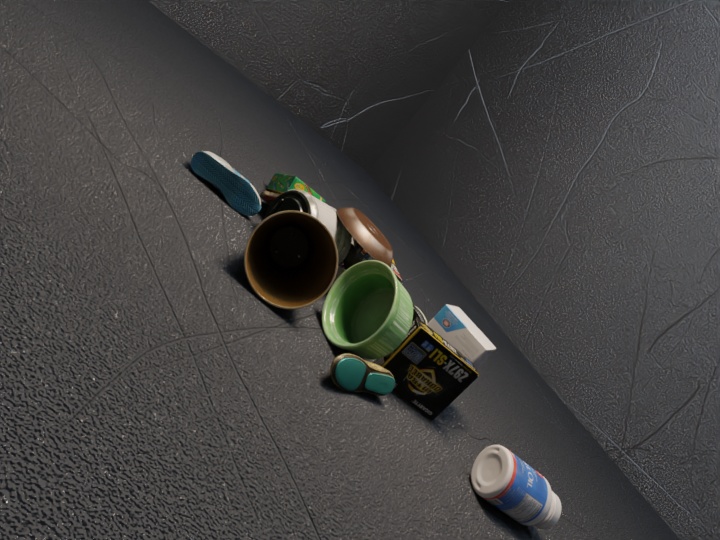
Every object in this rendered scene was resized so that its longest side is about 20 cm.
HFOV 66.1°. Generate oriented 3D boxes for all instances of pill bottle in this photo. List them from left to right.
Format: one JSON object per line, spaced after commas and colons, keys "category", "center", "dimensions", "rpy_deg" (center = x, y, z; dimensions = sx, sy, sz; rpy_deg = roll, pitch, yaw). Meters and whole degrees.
{"category": "pill bottle", "center": [0.338, 0.470, 1.183], "dimensions": [0.199, 0.112, 0.113], "rpy_deg": [38, 14, -23]}

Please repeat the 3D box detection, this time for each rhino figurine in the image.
{"category": "rhino figurine", "center": [0.000, 0.000, 1.474], "dimensions": [0.200, 0.060, 0.087], "rpy_deg": [46, 30, 11]}

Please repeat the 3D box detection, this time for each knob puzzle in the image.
{"category": "knob puzzle", "center": [-0.197, -0.168, 1.519], "dimensions": [0.214, 0.031, 0.220], "rpy_deg": [20, -5, 2]}

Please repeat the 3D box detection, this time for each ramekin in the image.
{"category": "ramekin", "center": [0.020, 0.091, 1.198], "dimensions": [0.097, 0.199, 0.201], "rpy_deg": [39, 12, -43]}

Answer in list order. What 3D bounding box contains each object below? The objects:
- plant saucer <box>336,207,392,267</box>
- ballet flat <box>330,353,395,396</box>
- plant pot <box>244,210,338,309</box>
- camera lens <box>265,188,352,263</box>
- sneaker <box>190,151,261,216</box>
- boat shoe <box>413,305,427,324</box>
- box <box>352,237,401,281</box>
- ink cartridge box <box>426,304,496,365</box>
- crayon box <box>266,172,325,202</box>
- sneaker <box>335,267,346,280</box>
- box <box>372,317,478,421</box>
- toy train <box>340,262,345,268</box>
{"category": "plant saucer", "center": [0.020, -0.092, 1.400], "dimensions": [0.200, 0.037, 0.201], "rpy_deg": [44, 12, -12]}
{"category": "ballet flat", "center": [-0.008, 0.201, 1.081], "dimensions": [0.198, 0.071, 0.071], "rpy_deg": [29, 20, -47]}
{"category": "plant pot", "center": [-0.148, -0.037, 1.158], "dimensions": [0.185, 0.188, 0.200], "rpy_deg": [40, 2, -14]}
{"category": "camera lens", "center": [-0.130, -0.097, 1.369], "dimensions": [0.161, 0.160, 0.199], "rpy_deg": [51, 15, 31]}
{"category": "sneaker", "center": [-0.319, -0.218, 1.354], "dimensions": [0.200, 0.077, 0.081], "rpy_deg": [44, 11, -12]}
{"category": "boat shoe", "center": [0.120, 0.114, 1.669], "dimensions": [0.200, 0.075, 0.066], "rpy_deg": [51, 18, 27]}
{"category": "box", "center": [0.041, -0.039, 1.497], "dimensions": [0.137, 0.040, 0.201], "rpy_deg": [43, 11, -16]}
{"category": "ink cartridge box", "center": [0.209, 0.211, 1.375], "dimensions": [0.147, 0.200, 0.145], "rpy_deg": [48, 13, 20]}
{"category": "crayon box", "center": [-0.194, -0.227, 1.642], "dimensions": [0.118, 0.059, 0.199], "rpy_deg": [37, -5, -28]}
{"category": "sneaker", "center": [-0.029, 0.056, 1.371], "dimensions": [0.201, 0.076, 0.080], "rpy_deg": [53, 6, 37]}
{"category": "box", "center": [0.143, 0.223, 1.233], "dimensions": [0.199, 0.160, 0.050], "rpy_deg": [39, 13, -22]}
{"category": "toy train", "center": [-0.037, -0.008, 1.628], "dimensions": [0.034, 0.046, 0.202], "rpy_deg": [40, 17, -31]}
